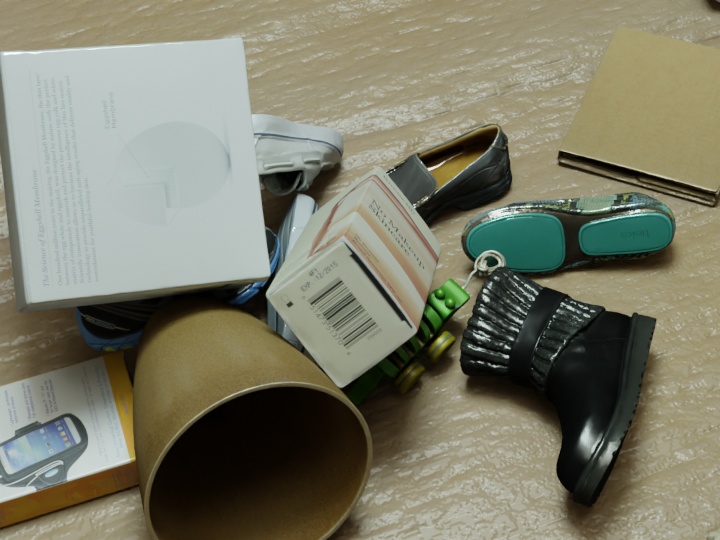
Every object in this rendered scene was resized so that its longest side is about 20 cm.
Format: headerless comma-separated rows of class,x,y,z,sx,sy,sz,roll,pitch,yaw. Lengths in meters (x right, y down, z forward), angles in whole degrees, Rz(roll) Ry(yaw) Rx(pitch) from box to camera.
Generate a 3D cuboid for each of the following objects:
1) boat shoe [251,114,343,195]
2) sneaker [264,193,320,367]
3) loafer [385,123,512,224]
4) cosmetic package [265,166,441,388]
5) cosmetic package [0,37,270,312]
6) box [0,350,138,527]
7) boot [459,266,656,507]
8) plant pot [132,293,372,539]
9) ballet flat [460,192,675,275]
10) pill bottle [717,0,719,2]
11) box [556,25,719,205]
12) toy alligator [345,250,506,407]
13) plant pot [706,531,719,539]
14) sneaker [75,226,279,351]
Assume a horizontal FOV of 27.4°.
boat shoe,-0.074,-0.103,1.390,0.073,0.199,0.066,-7,86,28
sneaker,-0.045,0.015,1.343,0.070,0.073,0.202,18,44,-18
loafer,0.053,-0.085,1.405,0.198,0.073,0.073,-26,54,-16
cosmetic package,0.000,0.000,1.235,0.087,0.104,0.200,-36,12,18
cosmetic package,-0.194,-0.077,1.221,0.198,0.123,0.202,-6,88,-19
box,-0.282,0.150,1.255,0.198,0.042,0.120,-17,51,-8
boot,0.154,0.095,1.240,0.156,0.080,0.212,17,42,9
plant pot,-0.112,0.110,1.200,0.184,0.188,0.200,-20,39,-13
ballet flat,0.191,-0.038,1.372,0.197,0.075,0.075,-1,50,1
pill bottle,0.401,-0.392,1.614,0.111,0.113,0.202,-8,49,-3
box,0.305,-0.161,1.485,0.162,0.021,0.201,17,53,17
toy alligator,0.060,0.042,1.291,0.059,0.054,0.200,43,73,10
plant pot,0.334,0.257,1.040,0.181,0.202,0.202,1,49,20
sneaker,-0.161,0.004,1.315,0.198,0.084,0.071,-22,18,-17
